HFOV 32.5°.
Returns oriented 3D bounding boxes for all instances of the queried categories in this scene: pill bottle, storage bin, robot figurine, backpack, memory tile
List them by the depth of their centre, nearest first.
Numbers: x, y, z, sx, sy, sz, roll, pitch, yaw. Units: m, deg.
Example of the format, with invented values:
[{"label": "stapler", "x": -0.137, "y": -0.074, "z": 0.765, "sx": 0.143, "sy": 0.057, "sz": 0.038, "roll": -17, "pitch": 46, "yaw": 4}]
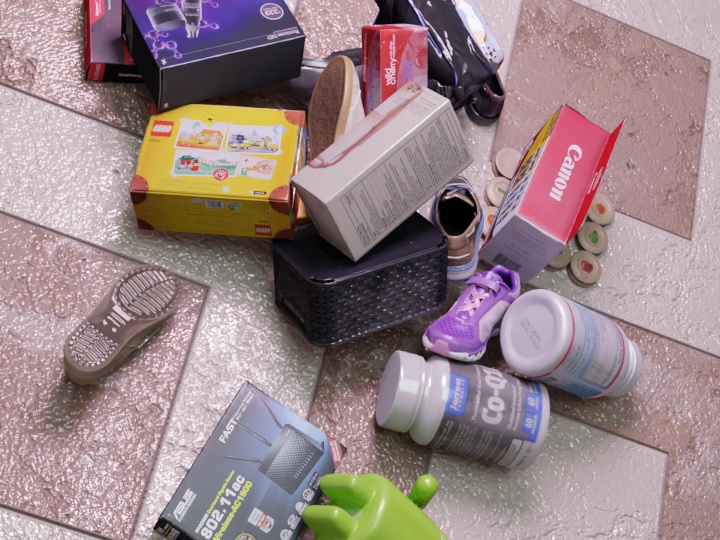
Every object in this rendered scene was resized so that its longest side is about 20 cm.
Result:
[{"label": "robot figurine", "x": 0.027, "y": 0.315, "z": 1.421, "sx": 0.200, "sy": 0.115, "sz": 0.177, "roll": 45, "pitch": 58, "yaw": -22}, {"label": "pill bottle", "x": 0.125, "y": 0.170, "z": 1.536, "sx": 0.197, "sy": 0.114, "sz": 0.115, "roll": 16, "pitch": 63, "yaw": -13}, {"label": "storage bin", "x": 0.000, "y": 0.000, "z": 1.542, "sx": 0.198, "sy": 0.095, "sz": 0.135, "roll": -17, "pitch": 36, "yaw": -26}, {"label": "pill bottle", "x": 0.276, "y": 0.102, "z": 1.589, "sx": 0.199, "sy": 0.108, "sz": 0.110, "roll": 23, "pitch": 57, "yaw": -43}, {"label": "backpack", "x": 0.089, "y": -0.290, "z": 1.683, "sx": 0.153, "sy": 0.190, "sz": 0.202, "roll": -20, "pitch": 78, "yaw": -31}, {"label": "memory tile", "x": 0.264, "y": -0.077, "z": 1.750, "sx": 0.198, "sy": 0.017, "sz": 0.155, "roll": 25, "pitch": 61, "yaw": -8}]

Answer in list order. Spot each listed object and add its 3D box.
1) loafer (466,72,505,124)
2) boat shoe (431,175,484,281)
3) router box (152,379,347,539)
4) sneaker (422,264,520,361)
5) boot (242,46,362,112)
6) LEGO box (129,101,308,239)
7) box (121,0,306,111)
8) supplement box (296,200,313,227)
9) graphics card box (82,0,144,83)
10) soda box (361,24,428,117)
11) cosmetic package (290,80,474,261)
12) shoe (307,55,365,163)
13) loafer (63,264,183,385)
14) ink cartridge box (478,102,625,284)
[{"label": "loafer", "x": 0.168, "y": -0.314, "z": 1.791, "sx": 0.071, "sy": 0.063, "sz": 0.203, "roll": -10, "pitch": 71, "yaw": -23}, {"label": "boat shoe", "x": 0.131, "y": -0.074, "z": 1.630, "sx": 0.071, "sy": 0.073, "sz": 0.201, "roll": -1, "pitch": 38, "yaw": 1}, {"label": "router box", "x": -0.126, "y": 0.253, "z": 1.440, "sx": 0.149, "sy": 0.062, "sz": 0.201, "roll": 32, "pitch": 61, "yaw": -2}, {"label": "sneaker", "x": 0.147, "y": 0.048, "z": 1.572, "sx": 0.080, "sy": 0.090, "sz": 0.199, "roll": 25, "pitch": 30, "yaw": 25}, {"label": "boot", "x": -0.064, "y": -0.220, "z": 1.661, "sx": 0.197, "sy": 0.070, "sz": 0.134, "roll": -8, "pitch": 97, "yaw": 6}, {"label": "LEGO box", "x": -0.173, "y": -0.125, "z": 1.533, "sx": 0.196, "sy": 0.078, "sz": 0.151, "roll": 4, "pitch": 54, "yaw": 4}, {"label": "box", "x": -0.188, "y": -0.298, "z": 1.572, "sx": 0.197, "sy": 0.079, "sz": 0.142, "roll": -18, "pitch": 61, "yaw": -23}, {"label": "supplement box", "x": -0.022, "y": -0.096, "z": 1.628, "sx": 0.197, "sy": 0.067, "sz": 0.070, "roll": -13, "pitch": 72, "yaw": -24}, {"label": "graphics card box", "x": -0.267, "y": -0.311, "z": 1.644, "sx": 0.197, "sy": 0.051, "sz": 0.127, "roll": 3, "pitch": 66, "yaw": -19}, {"label": "soda box", "x": 0.043, "y": -0.208, "z": 1.567, "sx": 0.069, "sy": 0.063, "sz": 0.203, "roll": -6, "pitch": 106, "yaw": -22}, {"label": "cosmetic package", "x": 0.027, "y": -0.121, "z": 1.486, "sx": 0.199, "sy": 0.104, "sz": 0.087, "roll": -39, "pitch": 41, "yaw": -14}, {"label": "shoe", "x": -0.029, "y": -0.170, "z": 1.568, "sx": 0.053, "sy": 0.069, "sz": 0.204, "roll": 14, "pitch": 79, "yaw": -45}, {"label": "loafer", "x": -0.287, "y": 0.064, "z": 1.466, "sx": 0.076, "sy": 0.068, "sz": 0.200, "roll": 45, "pitch": 45, "yaw": 2}, {"label": "ink cartridge box", "x": 0.255, "y": -0.112, "z": 1.652, "sx": 0.083, "sy": 0.176, "sz": 0.202, "roll": 29, "pitch": 60, "yaw": -5}]
